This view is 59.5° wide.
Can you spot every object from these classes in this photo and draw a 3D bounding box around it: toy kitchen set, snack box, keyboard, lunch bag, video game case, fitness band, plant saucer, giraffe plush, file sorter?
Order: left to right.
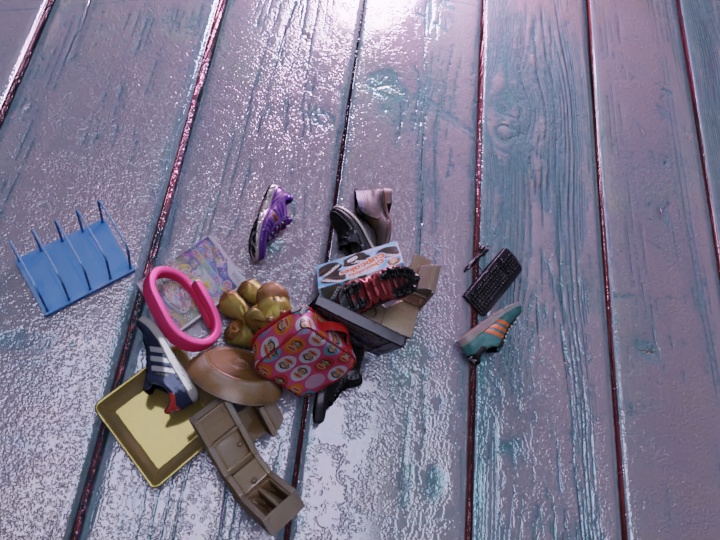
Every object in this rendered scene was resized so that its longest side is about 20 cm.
[{"bbox_3d":[-0.586,-0.032,1.281,0.198,0.123,0.140,-31,78,-26],"label":"file sorter"},{"bbox_3d":[-0.384,0.287,1.244,0.199,0.049,0.201,-37,82,-27],"label":"plant saucer"},{"bbox_3d":[-0.362,0.075,1.286,0.202,0.037,0.143,56,27,17],"label":"fitness band"},{"bbox_3d":[-0.366,0.030,1.381,0.199,0.018,0.144,-37,81,-28],"label":"video game case"},{"bbox_3d":[-0.244,0.200,1.254,0.196,0.201,0.036,19,102,-9],"label":"plant saucer"},{"bbox_3d":[-0.182,0.330,1.175,0.162,0.179,0.203,-34,112,-27],"label":"toy kitchen set"},{"bbox_3d":[-0.195,0.094,1.317,0.170,0.162,0.203,-26,79,-28],"label":"giraffe plush"},{"bbox_3d":[-0.102,0.158,1.246,0.175,0.200,0.083,-35,47,12],"label":"lunch bag"},{"bbox_3d":[-0.020,0.119,1.296,0.196,0.181,0.026,26,72,-8],"label":"video game case"},{"bbox_3d":[0.000,0.000,1.407,0.195,0.038,0.117,-17,27,2],"label":"snack box"},{"bbox_3d":[0.066,0.030,1.425,0.177,0.164,0.204,22,61,-6],"label":"toy kitchen set"},{"bbox_3d":[0.325,0.009,1.605,0.127,0.021,0.200,43,61,4],"label":"keyboard"}]

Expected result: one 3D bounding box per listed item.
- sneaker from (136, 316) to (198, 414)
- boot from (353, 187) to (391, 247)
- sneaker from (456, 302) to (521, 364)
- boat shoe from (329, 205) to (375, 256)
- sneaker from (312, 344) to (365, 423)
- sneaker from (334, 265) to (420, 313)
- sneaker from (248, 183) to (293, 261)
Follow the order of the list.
[{"bbox_3d":[-0.396,0.185,1.219,0.084,0.075,0.201,-32,75,-19],"label":"sneaker"},{"bbox_3d":[0.027,-0.120,1.548,0.094,0.075,0.204,5,55,-4],"label":"boot"},{"bbox_3d":[0.323,0.152,1.517,0.198,0.071,0.081,-31,83,-21],"label":"sneaker"},{"bbox_3d":[-0.021,-0.062,1.498,0.066,0.074,0.202,-32,88,-39],"label":"boat shoe"},{"bbox_3d":[-0.040,0.237,1.367,0.102,0.060,0.204,13,61,-8],"label":"sneaker"},{"bbox_3d":[0.029,0.043,1.326,0.196,0.098,0.072,-18,86,-23],"label":"sneaker"},{"bbox_3d":[-0.203,-0.110,1.462,0.082,0.081,0.204,22,61,-13],"label":"sneaker"}]
